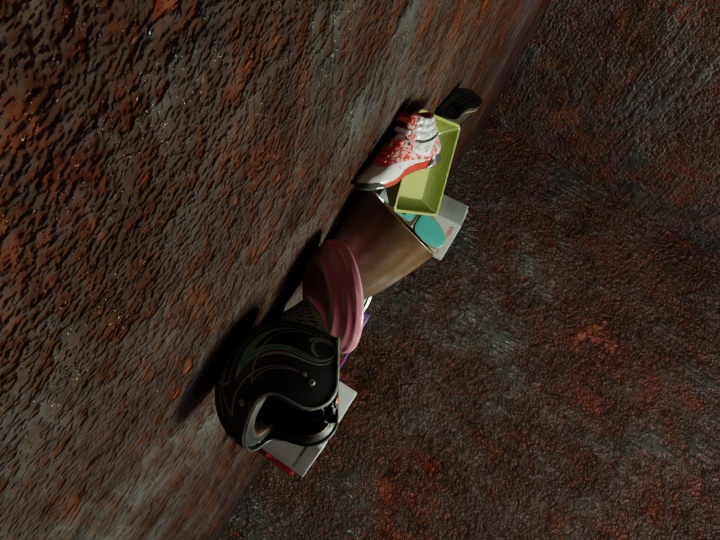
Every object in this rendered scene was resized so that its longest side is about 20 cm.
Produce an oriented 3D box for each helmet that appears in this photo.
[{"bbox_3d":[-0.126,0.177,1.047,0.200,0.188,0.203,-178,-90,-89],"label":"helmet"}]

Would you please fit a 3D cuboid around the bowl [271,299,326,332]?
[{"bbox_3d":[-0.129,0.157,1.214,0.093,0.202,0.201,-7,146,-26],"label":"bowl"}]

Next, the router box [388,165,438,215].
[{"bbox_3d":[0.137,-0.241,1.591,0.150,0.051,0.201,-56,-172,35],"label":"router box"}]

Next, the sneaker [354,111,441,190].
[{"bbox_3d":[0.063,-0.223,1.235,0.200,0.067,0.109,-27,122,-30],"label":"sneaker"}]

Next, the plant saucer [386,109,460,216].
[{"bbox_3d":[0.121,-0.219,1.397,0.199,0.048,0.202,-2,109,-59],"label":"plant saucer"}]

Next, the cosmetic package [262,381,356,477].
[{"bbox_3d":[-0.148,0.314,1.541,0.123,0.199,0.200,-58,175,35],"label":"cosmetic package"}]

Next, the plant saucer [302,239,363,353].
[{"bbox_3d":[-0.056,0.047,1.199,0.050,0.202,0.201,-5,146,-23],"label":"plant saucer"}]

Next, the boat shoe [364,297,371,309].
[{"bbox_3d":[-0.007,-0.005,1.435,0.060,0.075,0.202,18,78,-44],"label":"boat shoe"}]

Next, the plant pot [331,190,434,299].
[{"bbox_3d":[0.009,-0.029,1.327,0.200,0.187,0.187,-44,176,7],"label":"plant pot"}]

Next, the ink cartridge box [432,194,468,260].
[{"bbox_3d":[0.158,-0.136,1.761,0.084,0.198,0.146,-64,180,-41],"label":"ink cartridge box"}]

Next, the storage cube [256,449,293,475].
[{"bbox_3d":[-0.177,0.365,1.722,0.200,0.170,0.181,-51,170,-48],"label":"storage cube"}]

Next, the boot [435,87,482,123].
[{"bbox_3d":[0.230,-0.390,1.783,0.200,0.077,0.139,-35,164,-42],"label":"boot"}]

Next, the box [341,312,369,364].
[{"bbox_3d":[-0.073,0.131,1.536,0.039,0.136,0.201,-50,170,-43],"label":"box"}]

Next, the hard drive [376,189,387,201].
[{"bbox_3d":[0.060,-0.195,1.473,0.201,0.033,0.140,-58,174,-1],"label":"hard drive"}]

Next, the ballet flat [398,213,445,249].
[{"bbox_3d":[0.128,-0.126,1.684,0.071,0.200,0.065,-51,-163,-9],"label":"ballet flat"}]
